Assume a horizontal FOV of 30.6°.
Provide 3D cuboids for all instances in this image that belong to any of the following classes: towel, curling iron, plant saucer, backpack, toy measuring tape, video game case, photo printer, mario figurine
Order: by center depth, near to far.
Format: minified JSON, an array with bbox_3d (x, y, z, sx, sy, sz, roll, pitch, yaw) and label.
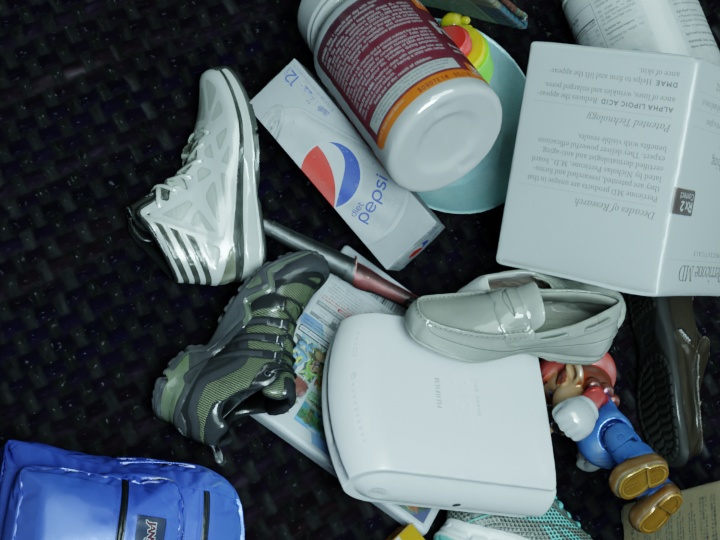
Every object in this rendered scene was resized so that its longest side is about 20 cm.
[{"bbox_3d":[-0.185,0.222,0.999,0.197,0.167,0.165,12,76,-20],"label":"backpack"},{"bbox_3d":[0.063,0.122,1.131,0.197,0.070,0.168,10,53,-17],"label":"photo printer"},{"bbox_3d":[0.200,0.151,1.172,0.104,0.125,0.201,-2,30,-18],"label":"mario figurine"},{"bbox_3d":[0.000,0.000,1.178,0.198,0.050,0.026,28,71,-2],"label":"curling iron"},{"bbox_3d":[0.019,0.106,1.188,0.199,0.022,0.183,36,65,-7],"label":"video game case"},{"bbox_3d":[0.045,-0.275,1.209,0.146,0.198,0.022,23,90,-53],"label":"towel"},{"bbox_3d":[0.086,-0.162,1.217,0.073,0.074,0.203,18,57,-14],"label":"toy measuring tape"},{"bbox_3d":[0.080,-0.146,1.282,0.198,0.039,0.204,6,72,-18],"label":"plant saucer"}]

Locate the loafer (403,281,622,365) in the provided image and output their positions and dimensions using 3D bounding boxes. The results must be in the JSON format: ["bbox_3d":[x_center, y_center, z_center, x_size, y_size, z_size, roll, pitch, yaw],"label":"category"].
[{"bbox_3d":[0.133,0.038,1.134,0.197,0.070,0.070,2,41,-23],"label":"loafer"}]

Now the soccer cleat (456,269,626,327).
[{"bbox_3d":[0.177,0.034,1.228,0.197,0.078,0.070,0,63,-28],"label":"soccer cleat"}]

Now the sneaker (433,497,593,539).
[{"bbox_3d":[0.165,0.230,1.175,0.197,0.078,0.092,20,63,-15],"label":"sneaker"}]

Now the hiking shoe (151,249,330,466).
[{"bbox_3d":[-0.081,0.074,1.122,0.100,0.076,0.200,37,73,18],"label":"hiking shoe"}]

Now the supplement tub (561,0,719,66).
[{"bbox_3d":[0.292,-0.220,1.333,0.130,0.132,0.203,-14,78,-23],"label":"supplement tub"}]

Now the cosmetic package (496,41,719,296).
[{"bbox_3d":[0.242,-0.089,1.189,0.164,0.163,0.204,1,99,-54],"label":"cosmetic package"}]

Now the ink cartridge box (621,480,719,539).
[{"bbox_3d":[0.305,0.297,1.151,0.074,0.165,0.203,7,71,-19],"label":"ink cartridge box"}]

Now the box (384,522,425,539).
[{"bbox_3d":[0.007,0.324,1.105,0.199,0.041,0.120,-38,89,-24],"label":"box"}]

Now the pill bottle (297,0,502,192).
[{"bbox_3d":[0.028,-0.174,1.148,0.113,0.115,0.201,-16,52,-23],"label":"pill bottle"}]

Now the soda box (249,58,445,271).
[{"bbox_3d":[-0.012,-0.094,1.192,0.063,0.068,0.201,-41,82,7],"label":"soda box"}]

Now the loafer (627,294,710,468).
[{"bbox_3d":[0.310,0.088,1.270,0.070,0.073,0.203,3,72,-17],"label":"loafer"}]

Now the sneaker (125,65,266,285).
[{"bbox_3d":[-0.150,-0.085,1.157,0.114,0.076,0.204,-2,76,-22],"label":"sneaker"}]
